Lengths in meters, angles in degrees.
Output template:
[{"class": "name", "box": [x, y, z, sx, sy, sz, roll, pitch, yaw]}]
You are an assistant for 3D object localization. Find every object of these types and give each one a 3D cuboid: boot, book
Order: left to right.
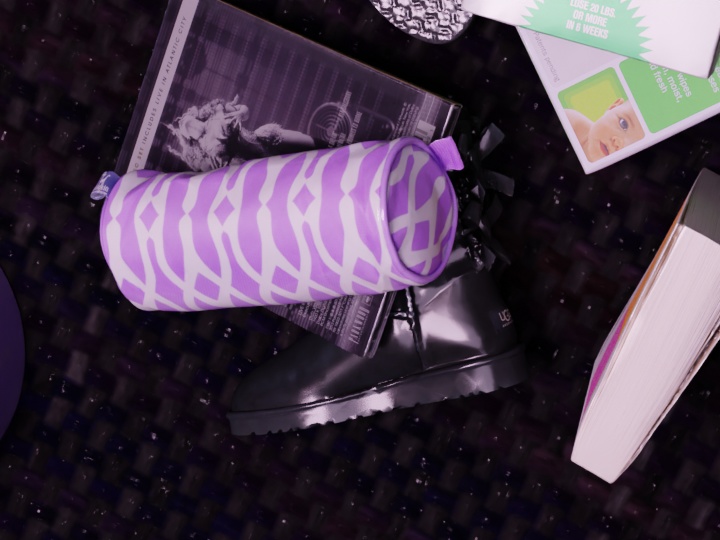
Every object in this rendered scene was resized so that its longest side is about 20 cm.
[{"class": "boot", "box": [-0.001, 0.000, 1.291, 0.197, 0.073, 0.164, -14, 92, 22]}, {"class": "book", "box": [0.139, -0.213, 1.136, 0.132, 0.048, 0.202, 16, 107, 10]}, {"class": "book", "box": [0.159, 0.024, 1.202, 0.048, 0.200, 0.134, 30, 105, 2]}]

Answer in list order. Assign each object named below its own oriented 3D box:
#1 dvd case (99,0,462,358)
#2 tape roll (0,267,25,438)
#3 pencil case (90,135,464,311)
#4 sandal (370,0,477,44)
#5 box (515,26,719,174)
[{"class": "dvd case", "box": [-0.049, -0.059, 1.274, 0.199, 0.016, 0.150, 26, 103, 28]}, {"class": "tape roll", "box": [-0.307, 0.053, 1.348, 0.198, 0.085, 0.202, 2, 102, 10]}, {"class": "pencil case", "box": [-0.045, -0.025, 1.220, 0.198, 0.086, 0.084, -3, 126, 31]}, {"class": "sandal", "box": [0.009, -0.216, 1.264, 0.075, 0.048, 0.201, -37, 81, 16]}, {"class": "box", "box": [0.161, -0.183, 1.215, 0.175, 0.097, 0.201, -24, 95, 16]}]
